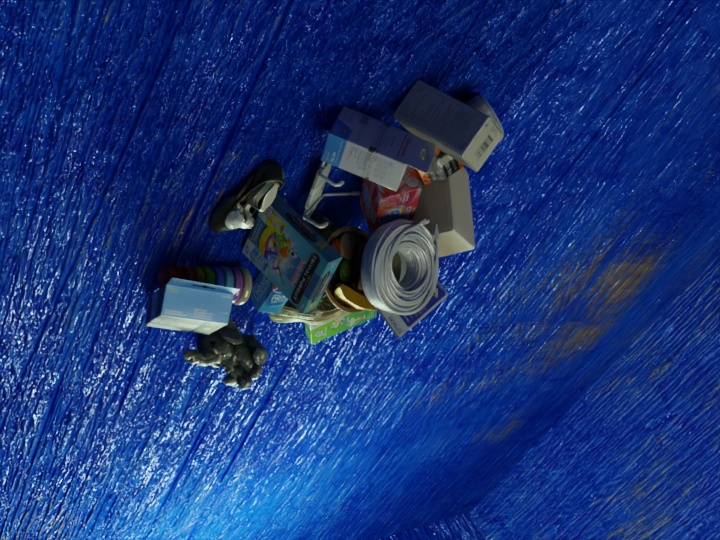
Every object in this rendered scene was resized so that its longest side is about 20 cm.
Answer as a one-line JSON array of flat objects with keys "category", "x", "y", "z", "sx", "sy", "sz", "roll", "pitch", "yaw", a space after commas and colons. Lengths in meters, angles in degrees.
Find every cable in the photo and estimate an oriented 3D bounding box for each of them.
[{"category": "cable", "x": 0.084, "y": -0.008, "z": 1.629, "sx": 0.199, "sy": 0.069, "sz": 0.202, "roll": -10, "pitch": 100, "yaw": -40}]

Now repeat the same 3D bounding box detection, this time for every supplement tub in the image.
[{"category": "supplement tub", "x": 0.192, "y": -0.275, "z": 1.633, "sx": 0.199, "sy": 0.123, "sz": 0.123, "roll": -34, "pitch": 147, "yaw": 3}]

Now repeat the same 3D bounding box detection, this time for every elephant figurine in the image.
[{"category": "elephant figurine", "x": -0.323, "y": 0.178, "z": 1.799, "sx": 0.199, "sy": 0.155, "sz": 0.142, "roll": 35, "pitch": 74, "yaw": -29}]

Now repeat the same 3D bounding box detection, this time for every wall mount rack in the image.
[{"category": "wall mount rack", "x": -0.048, "y": -0.182, "z": 1.607, "sx": 0.174, "sy": 0.074, "sz": 0.201, "roll": -53, "pitch": 171, "yaw": -48}]

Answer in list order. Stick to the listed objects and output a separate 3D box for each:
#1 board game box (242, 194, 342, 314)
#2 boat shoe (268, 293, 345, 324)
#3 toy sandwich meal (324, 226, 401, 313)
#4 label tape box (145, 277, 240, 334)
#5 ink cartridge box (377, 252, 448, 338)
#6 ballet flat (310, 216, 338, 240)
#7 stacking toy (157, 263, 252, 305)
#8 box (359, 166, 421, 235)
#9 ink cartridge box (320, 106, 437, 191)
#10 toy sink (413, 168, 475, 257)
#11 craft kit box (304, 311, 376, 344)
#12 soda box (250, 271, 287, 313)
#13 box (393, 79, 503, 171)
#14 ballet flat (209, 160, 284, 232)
[{"category": "board game box", "x": -0.145, "y": -0.034, "z": 1.590, "sx": 0.047, "sy": 0.200, "sz": 0.152, "roll": -24, "pitch": 151, "yaw": -47}, {"category": "boat shoe", "x": -0.129, "y": 0.082, "z": 1.818, "sx": 0.198, "sy": 0.074, "sz": 0.063, "roll": -6, "pitch": 134, "yaw": 11}, {"category": "toy sandwich meal", "x": 0.000, "y": 0.000, "z": 1.645, "sx": 0.204, "sy": 0.207, "sz": 0.070, "roll": 6, "pitch": 172, "yaw": -44}, {"category": "label tape box", "x": -0.347, "y": 0.077, "z": 1.581, "sx": 0.143, "sy": 0.064, "sz": 0.200, "roll": 10, "pitch": 162, "yaw": -26}, {"category": "ink cartridge box", "x": 0.085, "y": 0.035, "z": 1.826, "sx": 0.200, "sy": 0.198, "sz": 0.047, "roll": -37, "pitch": 180, "yaw": -33}, {"category": "ballet flat", "x": -0.036, "y": -0.046, "z": 1.723, "sx": 0.067, "sy": 0.200, "sz": 0.046, "roll": -29, "pitch": -164, "yaw": 50}, {"category": "stacking toy", "x": -0.331, "y": 0.023, "z": 1.628, "sx": 0.199, "sy": 0.086, "sz": 0.086, "roll": 9, "pitch": 130, "yaw": -40}, {"category": "box", "x": 0.060, "y": -0.158, "z": 1.646, "sx": 0.095, "sy": 0.100, "sz": 0.200, "roll": -15, "pitch": 160, "yaw": -10}, {"category": "ink cartridge box", "x": 0.037, "y": -0.227, "z": 1.478, "sx": 0.198, "sy": 0.116, "sz": 0.068, "roll": 22, "pitch": 131, "yaw": 0}, {"category": "toy sink", "x": 0.182, "y": -0.150, "z": 1.775, "sx": 0.111, "sy": 0.202, "sz": 0.130, "roll": -13, "pitch": 158, "yaw": 26}, {"category": "craft kit box", "x": -0.050, "y": 0.085, "z": 1.972, "sx": 0.196, "sy": 0.049, "sz": 0.201, "roll": -20, "pitch": 145, "yaw": -15}, {"category": "soda box", "x": -0.173, "y": 0.004, "z": 1.739, "sx": 0.064, "sy": 0.068, "sz": 0.200, "roll": 6, "pitch": 131, "yaw": -44}, {"category": "box", "x": 0.170, "y": -0.286, "z": 1.515, "sx": 0.095, "sy": 0.200, "sz": 0.078, "roll": -53, "pitch": 144, "yaw": 4}, {"category": "ballet flat", "x": -0.223, "y": -0.131, "z": 1.522, "sx": 0.200, "sy": 0.069, "sz": 0.068, "roll": -45, "pitch": 146, "yaw": 19}]
